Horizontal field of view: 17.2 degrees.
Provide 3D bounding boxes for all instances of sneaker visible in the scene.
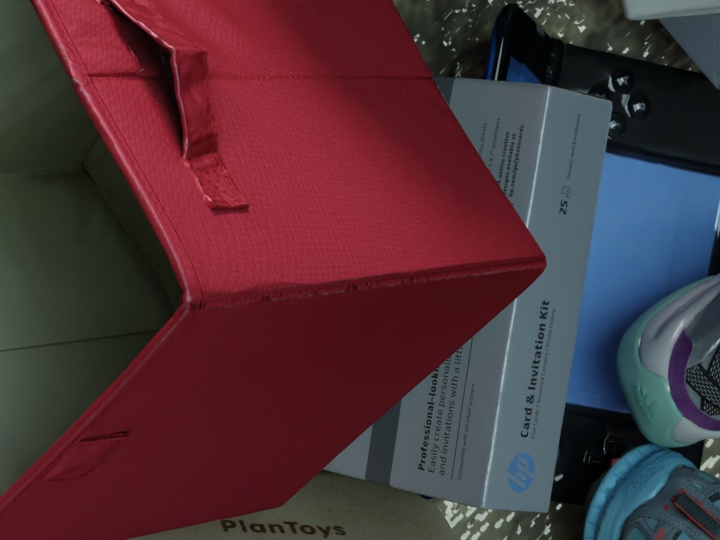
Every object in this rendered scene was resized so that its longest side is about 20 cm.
[{"bbox_3d":[0.216,0.010,1.006,0.200,0.140,0.078,-38,106,-37],"label":"sneaker"},{"bbox_3d":[0.169,0.163,1.027,0.079,0.095,0.200,-49,127,-13],"label":"sneaker"}]

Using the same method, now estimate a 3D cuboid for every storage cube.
[{"bbox_3d":[-0.076,-0.017,0.832,0.180,0.200,0.171,-5,59,-48],"label":"storage cube"}]

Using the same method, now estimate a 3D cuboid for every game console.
[{"bbox_3d":[0.100,0.003,1.002,0.170,0.118,0.201,10,90,-18],"label":"game console"}]

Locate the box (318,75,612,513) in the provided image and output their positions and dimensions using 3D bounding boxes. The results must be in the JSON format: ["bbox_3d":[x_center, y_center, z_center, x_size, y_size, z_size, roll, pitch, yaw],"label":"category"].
[{"bbox_3d":[0.000,0.000,0.929,0.041,0.200,0.156,9,91,-43],"label":"box"}]

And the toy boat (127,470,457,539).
[{"bbox_3d":[-0.052,0.159,0.970,0.199,0.131,0.131,4,115,-18],"label":"toy boat"}]

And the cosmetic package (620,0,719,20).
[{"bbox_3d":[0.160,-0.223,0.845,0.166,0.168,0.200,-6,136,12],"label":"cosmetic package"}]

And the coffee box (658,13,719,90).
[{"bbox_3d":[0.217,-0.178,1.015,0.080,0.113,0.200,47,68,-15],"label":"coffee box"}]
